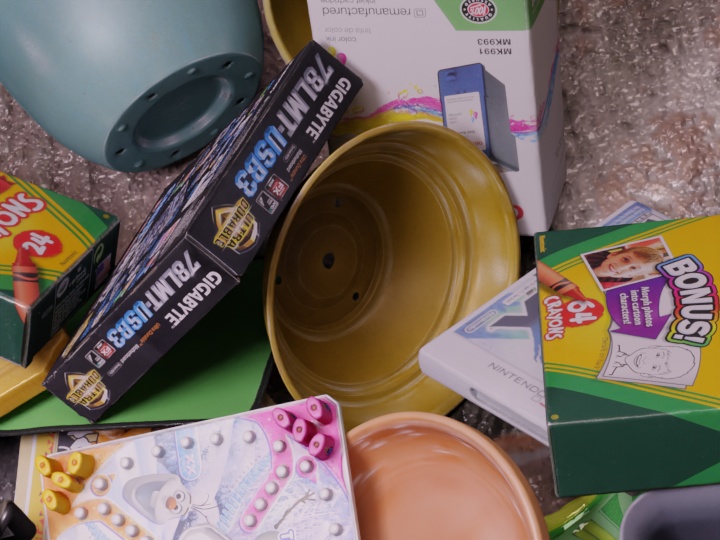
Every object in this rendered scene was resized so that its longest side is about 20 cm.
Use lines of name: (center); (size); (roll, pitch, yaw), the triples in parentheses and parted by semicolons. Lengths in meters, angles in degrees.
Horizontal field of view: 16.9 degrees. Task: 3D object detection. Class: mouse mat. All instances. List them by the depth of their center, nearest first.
mouse mat: (-0.142, 0.047, 1.575); (0.199, 0.008, 0.161); (-4, 40, 19)

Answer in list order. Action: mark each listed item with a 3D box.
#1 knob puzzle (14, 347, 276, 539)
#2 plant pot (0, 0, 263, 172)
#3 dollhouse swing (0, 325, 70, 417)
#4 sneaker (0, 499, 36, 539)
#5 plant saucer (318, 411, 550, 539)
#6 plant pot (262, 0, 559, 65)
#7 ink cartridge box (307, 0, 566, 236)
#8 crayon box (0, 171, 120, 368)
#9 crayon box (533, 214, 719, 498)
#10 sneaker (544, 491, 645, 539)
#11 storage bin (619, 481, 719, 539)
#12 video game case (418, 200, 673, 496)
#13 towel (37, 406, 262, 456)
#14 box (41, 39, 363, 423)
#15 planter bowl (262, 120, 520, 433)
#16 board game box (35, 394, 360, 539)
knob puzzle: (-0.125, 0.131, 1.518); (0.218, 0.031, 0.221); (-8, 56, 12)
plant pot: (-0.158, -0.165, 1.647); (0.200, 0.201, 0.161); (-31, 70, -8)
dollhouse swing: (-0.317, 0.024, 1.552); (0.176, 0.182, 0.200); (-41, 41, 9)
sneaker: (-0.274, 0.168, 1.477); (0.199, 0.076, 0.115); (29, 86, 9)
plant saucer: (0.035, 0.184, 1.421); (0.199, 0.037, 0.202); (-7, 79, 38)
plant pot: (0.047, -0.210, 1.645); (0.199, 0.201, 0.142); (3, 32, 14)
ink cartridge box: (0.051, -0.127, 1.557); (0.144, 0.201, 0.088); (3, 36, 15)
crayon box: (-0.271, -0.020, 1.557); (0.199, 0.051, 0.127); (20, 34, 13)
crayon box: (0.191, 0.043, 1.405); (0.171, 0.059, 0.200); (-7, 33, 6)
sneaker: (0.145, 0.173, 1.436); (0.199, 0.074, 0.084); (-28, 54, 5)
storage bin: (0.249, 0.195, 1.360); (0.199, 0.135, 0.146); (-3, 58, 10)
video game case: (0.167, 0.042, 1.487); (0.200, 0.022, 0.182); (-33, 43, -29)
towel: (-0.124, 0.122, 1.555); (0.143, 0.023, 0.200); (-28, 55, -4)
box: (-0.099, -0.024, 1.511); (0.050, 0.198, 0.200); (37, 46, -9)
planter bowl: (0.000, 0.000, 1.529); (0.201, 0.201, 0.083); (-49, 36, -19)
board game box: (-0.095, 0.189, 1.443); (0.199, 0.026, 0.201); (-13, 75, 16)
